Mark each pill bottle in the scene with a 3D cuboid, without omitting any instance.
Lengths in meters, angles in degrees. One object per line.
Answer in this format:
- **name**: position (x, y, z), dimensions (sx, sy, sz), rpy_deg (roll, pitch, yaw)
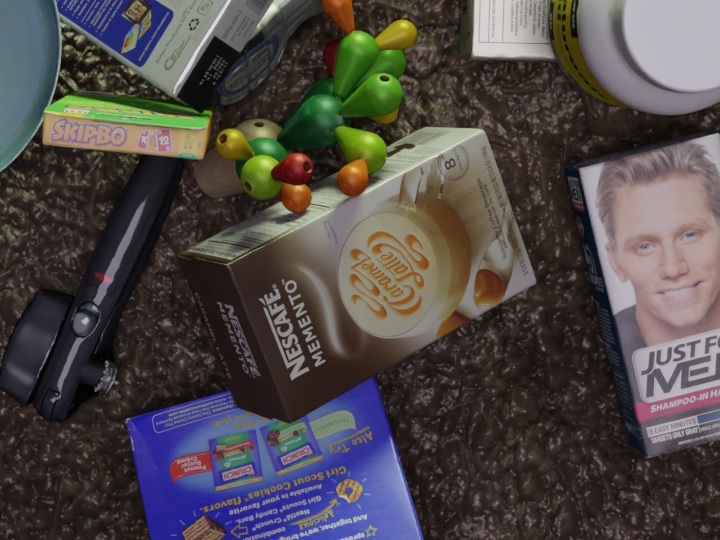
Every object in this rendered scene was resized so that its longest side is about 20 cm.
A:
- **pill bottle**: position (0.177, -0.148, 1.145), dimensions (0.111, 0.200, 0.112), rpy_deg (0, 96, -3)

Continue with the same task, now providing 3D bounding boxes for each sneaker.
- **sneaker**: position (-0.053, -0.199, 1.266), dimensions (0.200, 0.075, 0.087), rpy_deg (-40, 70, -10)

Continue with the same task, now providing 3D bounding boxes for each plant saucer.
- **plant saucer**: position (-0.287, -0.142, 1.262), dimensions (0.199, 0.027, 0.201), rpy_deg (0, 87, 8)

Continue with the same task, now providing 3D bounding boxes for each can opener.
- **can opener**: position (-0.169, 0.007, 1.282), dimensions (0.078, 0.063, 0.201), rpy_deg (28, 93, -5)

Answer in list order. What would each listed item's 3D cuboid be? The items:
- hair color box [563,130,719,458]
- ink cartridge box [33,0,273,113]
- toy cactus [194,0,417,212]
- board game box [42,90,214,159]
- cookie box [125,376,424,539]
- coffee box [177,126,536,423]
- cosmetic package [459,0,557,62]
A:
- **hair color box**: position (0.210, 0.015, 1.304), dimensions (0.100, 0.061, 0.201), rpy_deg (-14, 95, -2)
- **ink cartridge box**: position (-0.138, -0.180, 1.231), dimensions (0.037, 0.200, 0.095), rpy_deg (30, 94, -49)
- **toy cactus**: position (-0.047, -0.093, 1.244), dimensions (0.165, 0.200, 0.102), rpy_deg (-23, 116, 37)
- **board game box**: position (-0.141, -0.092, 1.205), dimensions (0.095, 0.200, 0.030), rpy_deg (5, 96, -4)
- **cookie box**: position (-0.048, 0.173, 1.245), dimensions (0.170, 0.075, 0.201), rpy_deg (-15, 56, -2)
- **coffee box**: position (0.000, 0.000, 1.238), dimensions (0.200, 0.080, 0.115), rpy_deg (-29, 108, -23)
- **cosmetic package**: position (0.168, -0.187, 1.278), dimensions (0.199, 0.071, 0.106), rpy_deg (2, 96, -3)
